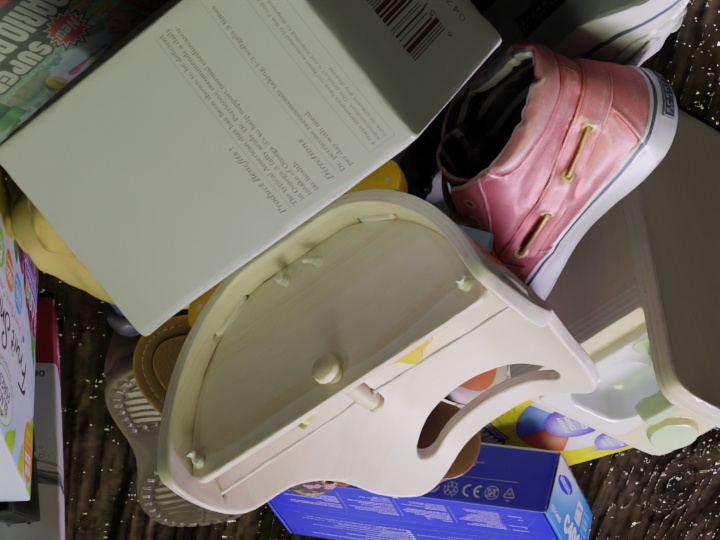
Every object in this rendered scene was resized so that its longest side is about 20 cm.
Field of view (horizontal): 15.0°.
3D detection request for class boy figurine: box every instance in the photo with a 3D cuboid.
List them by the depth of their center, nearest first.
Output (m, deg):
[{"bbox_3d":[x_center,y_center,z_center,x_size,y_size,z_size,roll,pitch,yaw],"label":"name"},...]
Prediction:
[{"bbox_3d":[-0.134,-0.016,1.440,0.124,0.065,0.200,23,165,23],"label":"boy figurine"}]

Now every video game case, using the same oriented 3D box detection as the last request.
[{"bbox_3d":[-0.154,-0.102,1.397,0.199,0.018,0.143,22,136,-36],"label":"video game case"}]

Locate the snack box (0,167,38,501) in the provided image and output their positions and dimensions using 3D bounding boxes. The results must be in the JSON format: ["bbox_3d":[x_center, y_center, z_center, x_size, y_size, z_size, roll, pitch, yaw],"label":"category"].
[{"bbox_3d":[-0.211,0.020,1.436,0.053,0.143,0.200,-2,153,4],"label":"snack box"}]

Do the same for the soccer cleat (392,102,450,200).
[{"bbox_3d":[0.001,-0.096,1.406,0.073,0.069,0.200,11,154,16],"label":"soccer cleat"}]

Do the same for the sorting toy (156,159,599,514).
[{"bbox_3d":[0.024,0.050,1.353,0.199,0.107,0.180,-33,137,23],"label":"sorting toy"}]

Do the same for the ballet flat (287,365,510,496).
[{"bbox_3d":[0.016,0.074,1.621,0.199,0.069,0.071,-32,162,21],"label":"ballet flat"}]

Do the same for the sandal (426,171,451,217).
[{"bbox_3d":[-0.031,0.002,1.536,0.203,0.050,0.082,-43,143,15],"label":"sandal"}]

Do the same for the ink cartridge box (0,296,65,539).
[{"bbox_3d":[-0.240,0.120,1.548,0.146,0.201,0.083,-2,146,-8],"label":"ink cartridge box"}]

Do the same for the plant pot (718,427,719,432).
[{"bbox_3d":[0.325,0.073,1.589,0.179,0.201,0.200,-30,139,23],"label":"plant pot"}]

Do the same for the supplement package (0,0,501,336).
[{"bbox_3d":[-0.054,-0.081,1.286,0.200,0.117,0.117,-33,100,36],"label":"supplement package"}]

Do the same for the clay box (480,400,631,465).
[{"bbox_3d":[0.120,0.076,1.685,0.199,0.048,0.115,-18,145,16],"label":"clay box"}]

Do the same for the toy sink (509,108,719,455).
[{"bbox_3d":[0.155,0.022,1.473,0.130,0.201,0.112,23,136,-38],"label":"toy sink"}]

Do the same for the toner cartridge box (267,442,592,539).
[{"bbox_3d":[0.037,0.140,1.706,0.199,0.043,0.095,6,154,21],"label":"toner cartridge box"}]

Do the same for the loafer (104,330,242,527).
[{"bbox_3d":[-0.107,0.089,1.645,0.075,0.068,0.200,-6,146,3],"label":"loafer"}]

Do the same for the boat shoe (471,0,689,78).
[{"bbox_3d":[0.127,-0.136,1.360,0.065,0.074,0.200,8,152,-38],"label":"boat shoe"}]

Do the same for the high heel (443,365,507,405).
[{"bbox_3d":[0.000,0.000,1.478,0.096,0.068,0.200,13,148,54],"label":"high heel"}]

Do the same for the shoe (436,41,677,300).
[{"bbox_3d":[0.066,-0.036,1.368,0.091,0.072,0.200,14,133,-32],"label":"shoe"}]

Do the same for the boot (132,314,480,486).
[{"bbox_3d":[-0.041,0.075,1.503,0.199,0.077,0.155,10,174,-15],"label":"boot"}]
